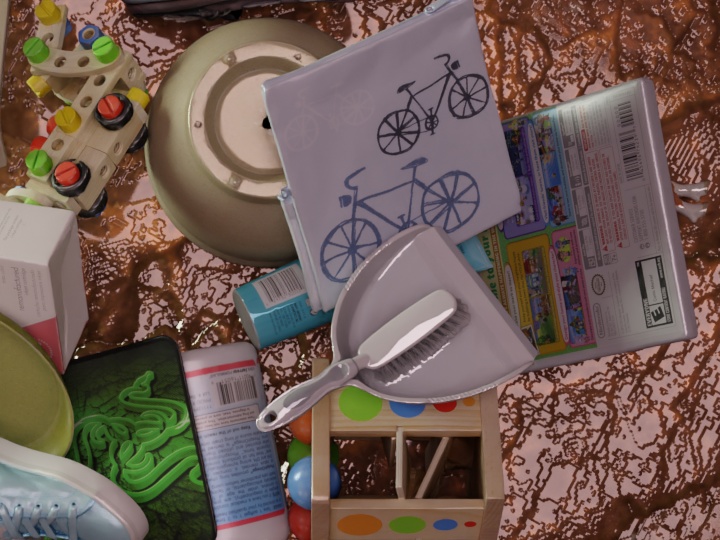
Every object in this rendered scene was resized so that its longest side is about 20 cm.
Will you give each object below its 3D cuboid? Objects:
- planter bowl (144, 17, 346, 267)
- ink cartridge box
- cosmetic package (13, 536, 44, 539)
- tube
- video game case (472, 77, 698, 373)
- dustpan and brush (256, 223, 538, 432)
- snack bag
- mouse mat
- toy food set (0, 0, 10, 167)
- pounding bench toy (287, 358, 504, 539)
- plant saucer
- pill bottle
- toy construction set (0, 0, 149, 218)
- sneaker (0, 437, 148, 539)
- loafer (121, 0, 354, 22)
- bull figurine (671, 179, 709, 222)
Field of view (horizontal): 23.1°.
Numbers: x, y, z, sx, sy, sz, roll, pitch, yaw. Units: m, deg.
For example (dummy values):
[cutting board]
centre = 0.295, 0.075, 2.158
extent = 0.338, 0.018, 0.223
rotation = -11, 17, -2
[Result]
[planter bowl]
centre = -0.071, -0.107, 1.362
extent = 0.200, 0.135, 0.201
rotation = 0, 85, -4
[ink cartridge box]
centre = -0.315, 0.004, 1.332
extent = 0.200, 0.117, 0.068
rotation = 8, 43, 9
[cosmetic package]
centre = -0.355, 0.253, 1.347
extent = 0.200, 0.052, 0.151
rotation = 13, 95, -2
[tube]
centre = 0.000, 0.000, 1.378
extent = 0.200, 0.050, 0.078
rotation = -23, 83, -12
[video game case]
centre = 0.162, -0.030, 1.362
extent = 0.182, 0.022, 0.200
rotation = -15, 81, 38
[dustpan and brush]
centre = 0.011, 0.062, 1.273
extent = 0.200, 0.057, 0.140
rotation = -35, 71, -6
[snack bag]
centre = 0.021, -0.088, 1.304
extent = 0.188, 0.021, 0.200
rotation = -27, 122, -18
[mouse mat]
centre = -0.197, 0.144, 1.337
extent = 0.200, 0.008, 0.161
rotation = -15, 85, 34
[toy food set]
centre = -0.338, -0.165, 1.364
extent = 0.143, 0.060, 0.200
rotation = -3, 60, 3
[pounding bench toy]
centre = 0.022, 0.120, 1.351
extent = 0.156, 0.124, 0.200
rotation = 1, 53, -2
[plant saucer]
centre = -0.308, 0.085, 1.333
extent = 0.200, 0.200, 0.031
rotation = 20, 40, -1
[pill bottle]
centre = -0.114, 0.162, 1.350
extent = 0.109, 0.109, 0.200
rotation = -11, 86, -4
[toy construction set]
centre = -0.235, -0.105, 1.365
extent = 0.131, 0.092, 0.200
rotation = 21, 85, 26
[sneaker]
centre = -0.257, 0.178, 1.302
extent = 0.200, 0.074, 0.082
rotation = 18, 54, 16
[loafer]
centre = -0.094, -0.219, 1.384
extent = 0.200, 0.072, 0.063
rotation = -10, 122, 22
[bull figurine]
centre = 0.208, -0.044, 1.400
extent = 0.121, 0.065, 0.200
rotation = 18, 96, 3
